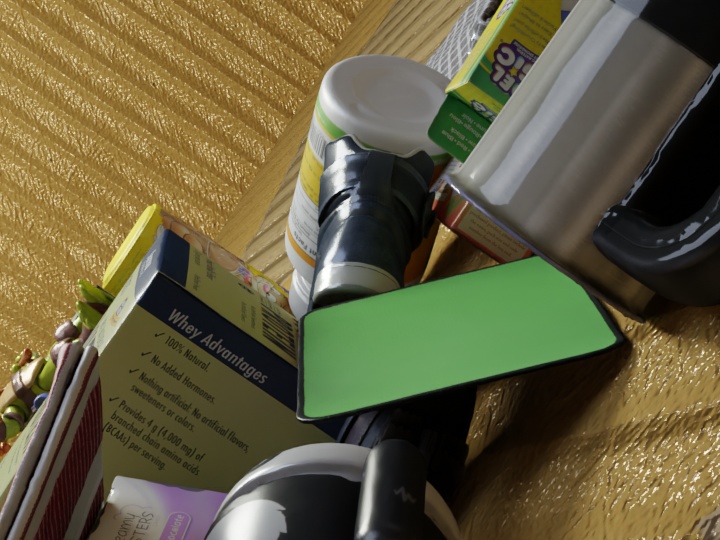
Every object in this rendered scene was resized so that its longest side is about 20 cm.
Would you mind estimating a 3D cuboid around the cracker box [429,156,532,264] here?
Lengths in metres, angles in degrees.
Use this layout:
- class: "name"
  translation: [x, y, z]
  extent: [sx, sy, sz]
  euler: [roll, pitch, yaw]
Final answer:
- class: "cracker box"
  translation: [0.124, -0.103, 1.025]
  extent: [0.200, 0.058, 0.134]
  euler: [-56, 10, 4]

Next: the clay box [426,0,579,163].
- class: "clay box"
  translation: [0.135, -0.129, 0.887]
  extent: [0.200, 0.115, 0.048]
  euler: [-58, 11, -10]

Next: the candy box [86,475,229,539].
- class: "candy box"
  translation: [-0.112, 0.231, 0.771]
  extent: [0.168, 0.071, 0.201]
  euler: [-71, -11, -63]

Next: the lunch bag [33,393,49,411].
- class: "lunch bag"
  translation: [-0.131, 0.136, 1.060]
  extent: [0.151, 0.200, 0.094]
  euler: [-57, 9, -4]

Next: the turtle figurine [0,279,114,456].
- class: "turtle figurine"
  translation: [-0.251, 0.091, 1.221]
  extent: [0.161, 0.064, 0.200]
  euler: [-46, 7, 11]

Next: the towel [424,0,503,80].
- class: "towel"
  translation: [0.099, -0.156, 1.244]
  extent: [0.166, 0.085, 0.200]
  euler: [-51, 11, 31]

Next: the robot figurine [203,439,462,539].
- class: "robot figurine"
  translation: [-0.020, 0.158, 0.662]
  extent: [0.150, 0.125, 0.200]
  euler: [-21, 23, 19]

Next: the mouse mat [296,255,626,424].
- class: "mouse mat"
  translation: [0.044, 0.031, 0.823]
  extent: [0.160, 0.008, 0.200]
  euler: [-14, 15, 2]

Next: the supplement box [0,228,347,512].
- class: "supplement box"
  translation: [-0.091, 0.121, 0.914]
  extent: [0.200, 0.200, 0.134]
  euler: [-54, 11, 6]

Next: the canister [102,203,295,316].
- class: "canister"
  translation: [-0.106, 0.032, 1.280]
  extent: [0.087, 0.200, 0.149]
  euler: [-56, 10, -1]

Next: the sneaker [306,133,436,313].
- class: "sneaker"
  translation: [0.002, 0.000, 1.046]
  extent: [0.203, 0.077, 0.147]
  euler: [105, 173, -60]

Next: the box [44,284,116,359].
- class: "box"
  translation: [-0.172, 0.114, 1.336]
  extent: [0.110, 0.200, 0.035]
  euler: [-53, 10, 9]

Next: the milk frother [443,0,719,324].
- class: "milk frother"
  translation: [0.108, -0.100, 0.681]
  extent: [0.188, 0.200, 0.181]
  euler: [-55, 14, 7]

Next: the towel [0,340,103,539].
- class: "towel"
  translation: [-0.148, 0.146, 0.726]
  extent: [0.200, 0.023, 0.144]
  euler: [99, -177, -46]

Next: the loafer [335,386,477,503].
- class: "loafer"
  translation: [0.009, 0.135, 0.817]
  extent: [0.200, 0.072, 0.063]
  euler: [-59, 28, 4]

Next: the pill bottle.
- class: "pill bottle"
  translation: [0.006, -0.047, 1.163]
  extent: [0.111, 0.111, 0.201]
  euler: [-69, -4, -53]
